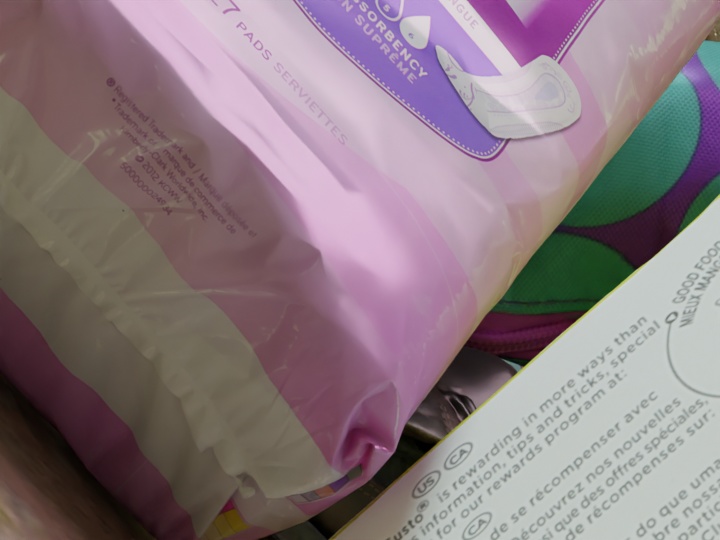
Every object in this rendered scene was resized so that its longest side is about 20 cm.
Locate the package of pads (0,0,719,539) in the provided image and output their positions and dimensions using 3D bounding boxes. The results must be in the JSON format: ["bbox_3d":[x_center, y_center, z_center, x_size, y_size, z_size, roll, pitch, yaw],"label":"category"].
[{"bbox_3d":[-0.009,-0.048,0.526,0.121,0.076,0.200,50,40,-8],"label":"package of pads"}]

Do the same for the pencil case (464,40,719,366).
[{"bbox_3d":[0.108,-0.003,0.661,0.085,0.199,0.093,102,-3,-52],"label":"pencil case"}]

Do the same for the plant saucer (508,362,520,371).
[{"bbox_3d":[0.000,0.000,0.858,0.200,0.036,0.200,44,9,-9],"label":"plant saucer"}]

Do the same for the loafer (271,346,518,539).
[{"bbox_3d":[0.019,0.040,0.610,0.200,0.063,0.072,42,7,-43],"label":"loafer"}]

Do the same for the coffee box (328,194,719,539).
[{"bbox_3d":[0.136,0.092,0.422,0.200,0.200,0.198,45,6,-31],"label":"coffee box"}]
